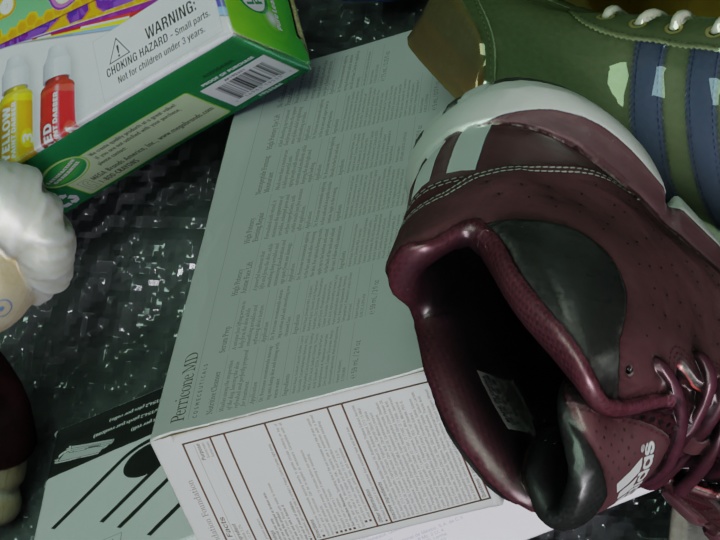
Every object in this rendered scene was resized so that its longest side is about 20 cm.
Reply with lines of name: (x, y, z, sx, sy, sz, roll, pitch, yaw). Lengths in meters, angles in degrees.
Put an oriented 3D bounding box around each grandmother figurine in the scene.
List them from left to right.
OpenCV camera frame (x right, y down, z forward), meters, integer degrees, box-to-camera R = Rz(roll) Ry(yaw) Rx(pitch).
grandmother figurine: (-0.150, 0.050, 0.819, 0.200, 0.121, 0.061, -55, 45, 16)

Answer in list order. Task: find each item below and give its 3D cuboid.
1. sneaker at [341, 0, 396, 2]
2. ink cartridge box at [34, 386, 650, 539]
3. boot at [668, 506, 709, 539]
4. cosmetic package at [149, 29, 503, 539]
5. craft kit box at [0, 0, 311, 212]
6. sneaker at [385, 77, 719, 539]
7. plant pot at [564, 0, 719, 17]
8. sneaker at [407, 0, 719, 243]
sneaker: (0.050, -0.172, 0.847, 0.078, 0.070, 0.201, 14, 77, 30)
ink cartridge box: (0.003, 0.050, 0.777, 0.199, 0.044, 0.094, -23, 26, 12)
boot: (0.179, 0.111, 0.707, 0.199, 0.073, 0.182, -1, 59, 12)
cosmetic package: (0.000, 0.000, 0.758, 0.082, 0.051, 0.200, -13, 29, 14)
craft kit box: (-0.122, -0.112, 0.870, 0.200, 0.048, 0.198, -28, 61, 29)
sneaker: (0.081, 0.046, 0.639, 0.200, 0.116, 0.076, 37, 119, -2)
plant pot: (0.162, -0.165, 0.745, 0.195, 0.194, 0.201, 8, 69, 21)
sneaker: (0.112, -0.042, 0.727, 0.200, 0.067, 0.090, 39, 108, 21)
